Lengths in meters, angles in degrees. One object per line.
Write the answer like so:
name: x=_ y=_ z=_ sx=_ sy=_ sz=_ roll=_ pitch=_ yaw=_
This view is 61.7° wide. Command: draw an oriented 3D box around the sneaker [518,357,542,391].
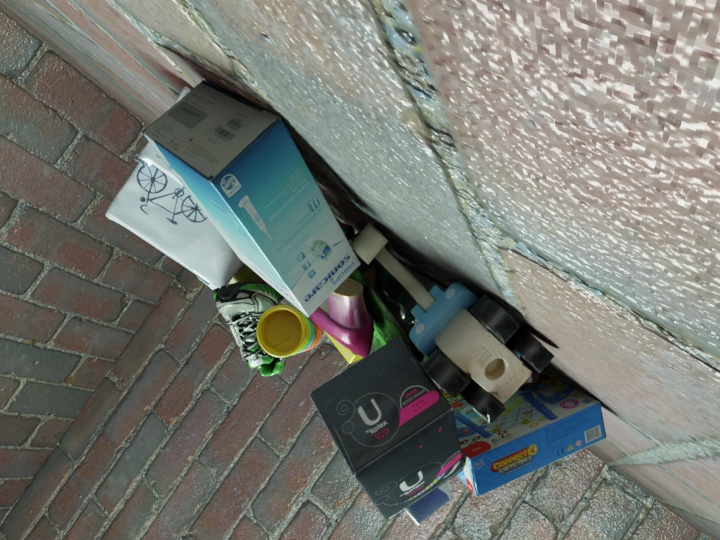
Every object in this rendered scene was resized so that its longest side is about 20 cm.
sneaker: x=0.196 y=0.123 z=0.796 sx=0.115 sy=0.076 sz=0.200 roll=31 pitch=-173 yaw=2

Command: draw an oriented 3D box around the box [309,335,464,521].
box: x=0.038 y=0.187 z=0.690 sx=0.106 sy=0.121 sz=0.201 roll=53 pitch=171 yaw=35

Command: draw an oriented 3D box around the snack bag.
snack bag: x=-0.195 y=-0.090 z=0.750 sx=0.188 sy=0.200 sz=0.021 roll=37 pitch=-165 yaw=-22

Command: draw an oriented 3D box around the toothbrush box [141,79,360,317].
toothbrush box: x=-0.103 y=-0.068 z=0.602 sx=0.146 sy=0.085 sz=0.201 roll=33 pitch=161 yaw=42

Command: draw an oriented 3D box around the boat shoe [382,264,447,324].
boat shoe: x=0.086 y=0.048 z=0.829 sx=0.073 sy=0.066 sz=0.200 roll=38 pitch=177 yaw=-32

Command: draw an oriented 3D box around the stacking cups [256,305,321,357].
stacking cups: x=-0.085 y=0.078 z=0.796 sx=0.060 sy=0.061 sz=0.200 roll=35 pitch=179 yaw=6

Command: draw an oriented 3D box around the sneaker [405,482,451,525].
sneaker: x=0.062 y=0.260 z=0.893 sx=0.201 sy=0.080 sz=0.115 roll=57 pitch=179 yaw=14

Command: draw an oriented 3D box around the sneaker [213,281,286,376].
sneaker: x=-0.137 y=0.080 z=0.817 sx=0.077 sy=0.086 sz=0.201 roll=-9 pitch=147 yaw=11

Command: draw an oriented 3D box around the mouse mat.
mouse mat: x=-0.010 y=0.038 z=0.739 sx=0.201 sy=0.007 sz=0.161 roll=54 pitch=158 yaw=1

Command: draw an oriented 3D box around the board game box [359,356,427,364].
board game box: x=0.088 y=0.118 z=0.906 sx=0.199 sy=0.101 sz=0.048 roll=-8 pitch=-108 yaw=-65

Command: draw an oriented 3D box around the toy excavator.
toy excavator: x=0.084 y=0.046 z=0.668 sx=0.194 sy=0.100 sz=0.200 roll=39 pitch=-175 yaw=-29

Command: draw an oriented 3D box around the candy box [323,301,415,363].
candy box: x=0.026 y=0.063 z=0.899 sx=0.198 sy=0.027 sz=0.103 roll=-17 pitch=-120 yaw=-45

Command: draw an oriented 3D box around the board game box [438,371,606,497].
board game box: x=0.197 y=0.208 z=0.847 sx=0.196 sy=0.197 sz=0.057 roll=-153 pitch=46 yaw=-70

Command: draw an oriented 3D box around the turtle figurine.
turtle figurine: x=0.000 y=0.000 z=0.800 sx=0.200 sy=0.100 sz=0.150 roll=49 pitch=150 yaw=16

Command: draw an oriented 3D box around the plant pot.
plant pot: x=-0.173 y=-0.046 z=0.871 sx=0.200 sy=0.187 sz=0.187 roll=47 pitch=175 yaw=-12

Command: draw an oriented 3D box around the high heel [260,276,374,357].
high heel: x=-0.062 y=0.034 z=0.742 sx=0.198 sy=0.067 sz=0.097 roll=18 pitch=131 yaw=35
